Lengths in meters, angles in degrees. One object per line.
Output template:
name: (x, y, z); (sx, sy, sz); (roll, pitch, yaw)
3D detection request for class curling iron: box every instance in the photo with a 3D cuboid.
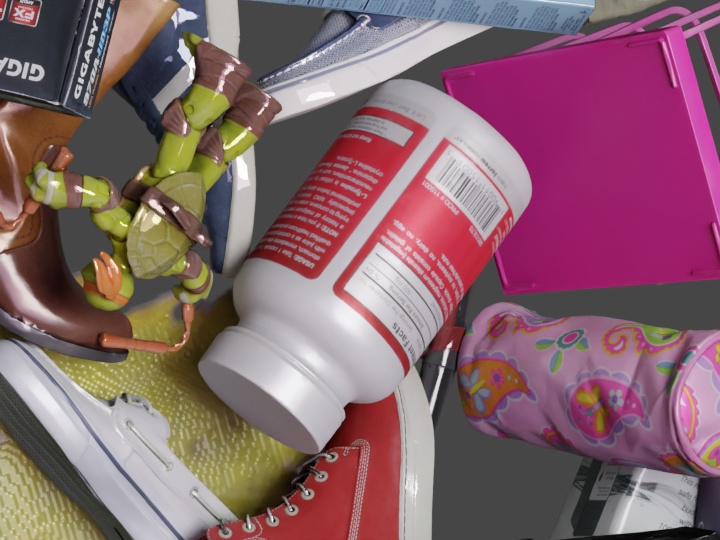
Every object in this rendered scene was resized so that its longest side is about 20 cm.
curling iron: (0.041, 0.044, 1.688); (0.049, 0.026, 0.202); (12, 87, -25)

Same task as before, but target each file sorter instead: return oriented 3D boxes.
file sorter: (0.170, -0.076, 1.636); (0.125, 0.199, 0.140); (-23, 100, -35)

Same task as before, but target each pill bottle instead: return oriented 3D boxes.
pill bottle: (0.000, 0.000, 1.598); (0.112, 0.112, 0.200); (43, 72, -18)

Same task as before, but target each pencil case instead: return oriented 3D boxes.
pencil case: (0.146, 0.067, 1.636); (0.087, 0.199, 0.088); (-4, 96, -40)

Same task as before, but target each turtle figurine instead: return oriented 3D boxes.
turtle figurine: (-0.110, -0.042, 1.507); (0.162, 0.064, 0.200); (-59, 140, -8)

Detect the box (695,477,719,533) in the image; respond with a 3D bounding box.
box: (0.285, 0.136, 1.608); (0.122, 0.198, 0.202); (8, 88, -20)

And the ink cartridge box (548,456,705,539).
ink cartridge box: (0.198, 0.170, 1.726); (0.146, 0.083, 0.201); (27, 83, -20)

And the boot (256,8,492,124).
boot: (0.004, -0.157, 1.641); (0.199, 0.073, 0.091); (-28, 97, -34)

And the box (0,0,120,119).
box: (-0.218, -0.180, 1.504); (0.199, 0.046, 0.160); (14, 87, 17)

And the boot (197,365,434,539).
boot: (-0.035, 0.125, 1.610); (0.143, 0.072, 0.201); (8, 62, -19)

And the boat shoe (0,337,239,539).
boat shoe: (-0.139, 0.102, 1.600); (0.067, 0.073, 0.200); (-46, 119, -21)

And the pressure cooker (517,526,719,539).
pressure cooker: (0.130, 0.248, 1.561); (0.175, 0.178, 0.202); (-3, 85, -44)

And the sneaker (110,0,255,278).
sneaker: (-0.106, -0.093, 1.606); (0.084, 0.075, 0.202); (-7, 98, -4)

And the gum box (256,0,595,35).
gum box: (0.033, -0.228, 1.616); (0.198, 0.045, 0.171); (5, 70, -12)

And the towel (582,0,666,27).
towel: (0.188, -0.268, 1.738); (0.199, 0.034, 0.194); (-20, 102, -23)

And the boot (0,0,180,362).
boot: (-0.162, -0.069, 1.564); (0.188, 0.068, 0.201); (34, 93, -7)
